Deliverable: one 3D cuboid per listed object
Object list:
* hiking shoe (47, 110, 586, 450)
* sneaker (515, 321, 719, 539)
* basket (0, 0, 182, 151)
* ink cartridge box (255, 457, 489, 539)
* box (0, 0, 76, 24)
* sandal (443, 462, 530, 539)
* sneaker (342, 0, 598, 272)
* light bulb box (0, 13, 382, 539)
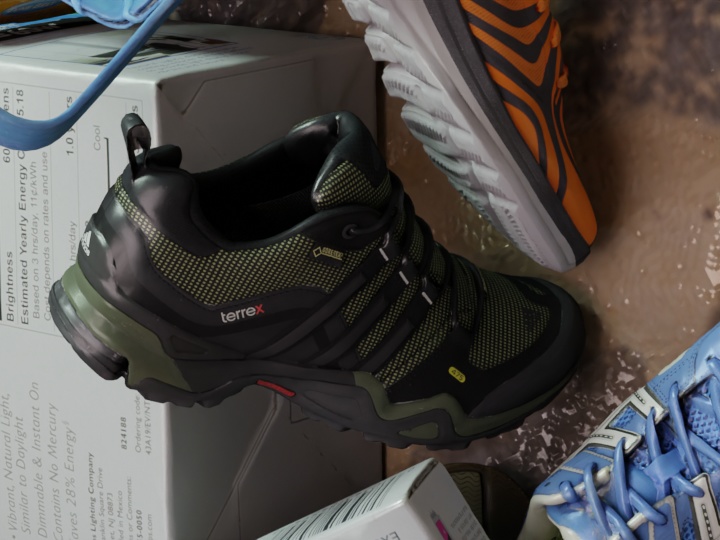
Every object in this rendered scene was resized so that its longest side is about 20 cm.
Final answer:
[{"bbox_3d":[0.000,0.000,0.914,0.101,0.200,0.076,-66,33,31],"label":"hiking shoe"},{"bbox_3d":[0.110,0.077,0.912,0.076,0.077,0.200,49,125,23],"label":"sneaker"},{"bbox_3d":[-0.116,-0.152,0.930,0.176,0.200,0.139,45,141,0],"label":"basket"},{"bbox_3d":[-0.005,0.190,0.943,0.196,0.043,0.200,-28,96,29],"label":"ink cartridge box"},{"bbox_3d":[-0.144,-0.196,1.042,0.041,0.119,0.200,-21,86,51],"label":"box"},{"bbox_3d":[0.018,0.168,1.015,0.055,0.082,0.200,-146,66,-80],"label":"sandal"},{"bbox_3d":[0.057,-0.100,0.921,0.200,0.112,0.078,60,168,-29],"label":"sneaker"},{"bbox_3d":[-0.106,0.004,1.049,0.200,0.125,0.198,10,107,39],"label":"light bulb box"}]
